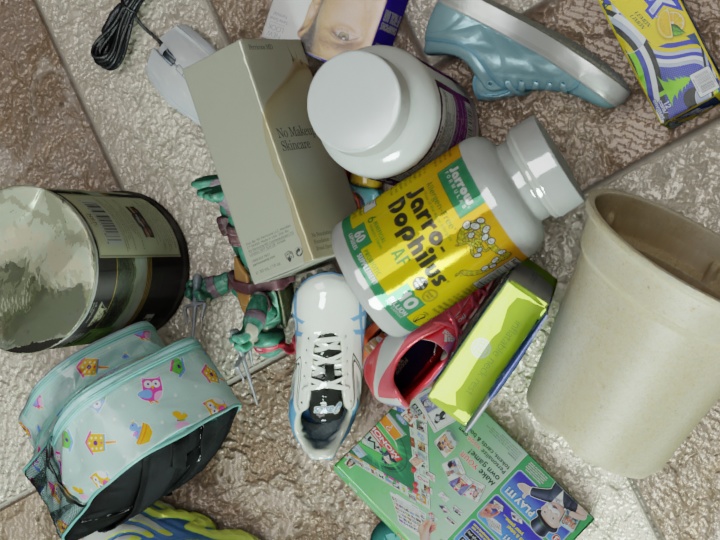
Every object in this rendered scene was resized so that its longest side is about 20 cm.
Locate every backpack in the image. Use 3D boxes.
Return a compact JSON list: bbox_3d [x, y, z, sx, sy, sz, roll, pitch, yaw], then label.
[{"bbox_3d":[-0.208,0.137,1.391,0.155,0.175,0.200,62,146,6],"label":"backpack"}]

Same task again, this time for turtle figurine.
[{"bbox_3d":[-0.111,0.014,1.431,0.149,0.100,0.203,13,116,60],"label":"turtle figurine"}]

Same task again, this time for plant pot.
[{"bbox_3d":[0.236,0.063,1.283,0.199,0.200,0.185,32,111,14],"label":"plant pot"}]

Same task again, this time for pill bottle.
[{"bbox_3d":[0.084,-0.040,1.288,0.199,0.113,0.114,-32,82,13],"label":"pill bottle"},{"bbox_3d":[0.026,-0.132,1.325,0.111,0.200,0.114,-1,87,20],"label":"pill bottle"}]

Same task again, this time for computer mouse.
[{"bbox_3d":[-0.170,-0.197,1.471,0.200,0.044,0.110,40,101,13],"label":"computer mouse"}]

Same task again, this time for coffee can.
[{"bbox_3d":[-0.265,-0.003,1.423,0.144,0.200,0.149,0,91,18],"label":"coffee can"}]

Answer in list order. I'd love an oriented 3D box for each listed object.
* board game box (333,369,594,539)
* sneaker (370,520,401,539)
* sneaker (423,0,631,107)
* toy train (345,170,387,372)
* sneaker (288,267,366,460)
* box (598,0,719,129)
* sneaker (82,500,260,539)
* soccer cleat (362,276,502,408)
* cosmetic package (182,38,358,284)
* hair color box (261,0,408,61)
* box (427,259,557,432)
[{"bbox_3d":[0.091,0.200,1.374,0.134,0.029,0.200,-43,77,-13],"label":"board game box"},{"bbox_3d":[0.077,0.306,1.381,0.071,0.080,0.200,-44,78,13],"label":"sneaker"},{"bbox_3d":[0.144,-0.179,1.363,0.199,0.074,0.083,33,108,23],"label":"sneaker"},{"bbox_3d":[0.000,0.000,1.415,0.150,0.056,0.201,-41,80,14],"label":"toy train"},{"bbox_3d":[-0.028,0.086,1.373,0.071,0.073,0.202,-4,129,-8],"label":"sneaker"},{"bbox_3d":[0.246,-0.226,1.324,0.064,0.070,0.202,-27,83,17],"label":"box"},{"bbox_3d":[-0.188,0.265,1.453,0.197,0.105,0.077,5,92,17],"label":"sneaker"},{"bbox_3d":[0.078,0.037,1.359,0.067,0.076,0.201,41,86,-25],"label":"soccer cleat"},{"bbox_3d":[-0.073,-0.098,1.359,0.072,0.103,0.202,-20,88,31],"label":"cosmetic package"},{"bbox_3d":[-0.004,-0.289,1.407,0.108,0.065,0.202,21,99,16],"label":"hair color box"},{"bbox_3d":[0.115,0.059,1.301,0.047,0.200,0.123,34,101,5],"label":"box"}]
